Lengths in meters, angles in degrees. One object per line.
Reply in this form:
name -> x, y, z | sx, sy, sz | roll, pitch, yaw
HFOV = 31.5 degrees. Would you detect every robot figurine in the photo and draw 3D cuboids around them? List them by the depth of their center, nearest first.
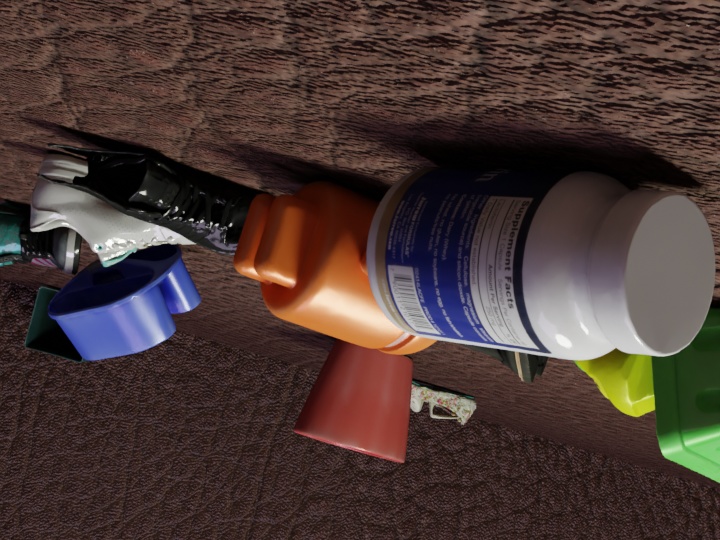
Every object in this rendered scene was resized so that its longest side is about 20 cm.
robot figurine -> -0.001, -0.001, 1.025 | 0.199, 0.117, 0.144 | 21, 135, -28

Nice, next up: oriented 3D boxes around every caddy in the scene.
caddy -> -0.300, 0.030, 1.604 | 0.199, 0.141, 0.105 | -12, 116, 33

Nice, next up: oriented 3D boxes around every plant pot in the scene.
plant pot -> 0.002, 0.222, 2.212 | 0.199, 0.178, 0.200 | 15, 172, 2
plant pot -> -0.648, 0.125, 2.917 | 0.141, 0.142, 0.200 | 14, 179, 9

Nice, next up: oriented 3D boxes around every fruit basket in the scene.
fruit basket -> 0.282, 0.103, 1.135 | 0.214, 0.156, 0.216 | 0, 162, 0

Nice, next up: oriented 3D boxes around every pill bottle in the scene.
pill bottle -> 0.109, -0.005, 0.794 | 0.199, 0.116, 0.115 | 7, 168, 46

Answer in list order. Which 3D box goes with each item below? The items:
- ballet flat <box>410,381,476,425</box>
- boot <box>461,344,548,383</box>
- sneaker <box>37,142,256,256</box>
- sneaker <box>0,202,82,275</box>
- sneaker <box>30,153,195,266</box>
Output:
ballet flat -> 0.143, 0.268, 2.635 | 0.199, 0.064, 0.076 | 17, 172, -6
boot -> 0.130, 0.064, 1.356 | 0.138, 0.078, 0.200 | 19, 171, 13
sneaker -> -0.169, -0.063, 1.106 | 0.199, 0.060, 0.104 | 17, 176, 11
sneaker -> -0.419, -0.043, 1.625 | 0.120, 0.084, 0.200 | 8, 175, -20
sneaker -> -0.219, -0.042, 1.231 | 0.199, 0.089, 0.075 | 16, 170, -4
